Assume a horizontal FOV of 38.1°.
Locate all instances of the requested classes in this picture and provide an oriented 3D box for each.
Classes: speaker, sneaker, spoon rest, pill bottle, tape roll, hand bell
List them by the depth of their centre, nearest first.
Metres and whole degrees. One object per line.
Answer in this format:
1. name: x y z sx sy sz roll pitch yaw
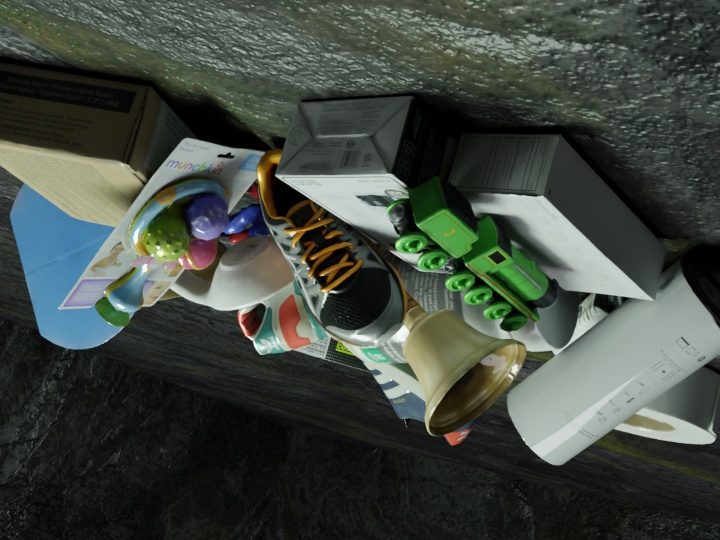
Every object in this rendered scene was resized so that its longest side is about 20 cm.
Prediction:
1. sneaker: -0.032 -0.019 0.850 0.201 0.078 0.077 53 178 31
2. speaker: 0.218 0.080 0.875 0.081 0.082 0.200 25 125 -34
3. hand bell: 0.037 0.028 0.876 0.200 0.104 0.104 49 -177 27
4. pill bottle: 0.089 0.026 0.949 0.198 0.115 0.113 -5 156 37
5. sneaker: 0.238 0.044 0.981 0.080 0.077 0.199 31 155 -20
6. spoon rest: -0.128 0.002 0.999 0.198 0.099 0.061 6 129 43
7. sneaker: -0.081 0.018 1.023 0.200 0.092 0.071 -118 5 -62
8. sneaker: 0.039 0.106 1.062 0.199 0.074 0.085 37 141 37
9. tape roll: 0.333 0.147 1.252 0.200 0.072 0.203 16 166 4

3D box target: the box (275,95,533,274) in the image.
1. box: 0.044 -0.058 0.802 0.116 0.061 0.199 4 161 41

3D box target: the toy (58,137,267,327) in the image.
1. toy: -0.157 -0.021 0.887 0.115 0.200 0.047 1 -130 -57

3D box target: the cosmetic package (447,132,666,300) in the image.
1. cosmetic package: 0.152 -0.037 0.776 0.082 0.051 0.199 10 165 40

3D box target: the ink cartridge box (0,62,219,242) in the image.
1. ink cartridge box: -0.223 -0.099 0.925 0.163 0.076 0.200 11 165 17

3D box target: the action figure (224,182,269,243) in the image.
1. action figure: -0.078 -0.054 0.987 0.065 0.052 0.199 22 167 -39

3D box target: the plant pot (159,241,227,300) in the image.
1. plant pot: -0.243 -0.015 1.180 0.197 0.028 0.200 -1 -159 0

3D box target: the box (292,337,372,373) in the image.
1. box: 0.008 0.076 1.263 0.198 0.048 0.193 16 -172 -3

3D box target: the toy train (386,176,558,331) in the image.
1. toy train: 0.087 -0.008 0.756 0.056 0.042 0.200 -29 144 21

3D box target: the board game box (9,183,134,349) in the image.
1. board game box: -0.283 -0.022 1.087 0.157 0.202 0.039 -21 172 27
